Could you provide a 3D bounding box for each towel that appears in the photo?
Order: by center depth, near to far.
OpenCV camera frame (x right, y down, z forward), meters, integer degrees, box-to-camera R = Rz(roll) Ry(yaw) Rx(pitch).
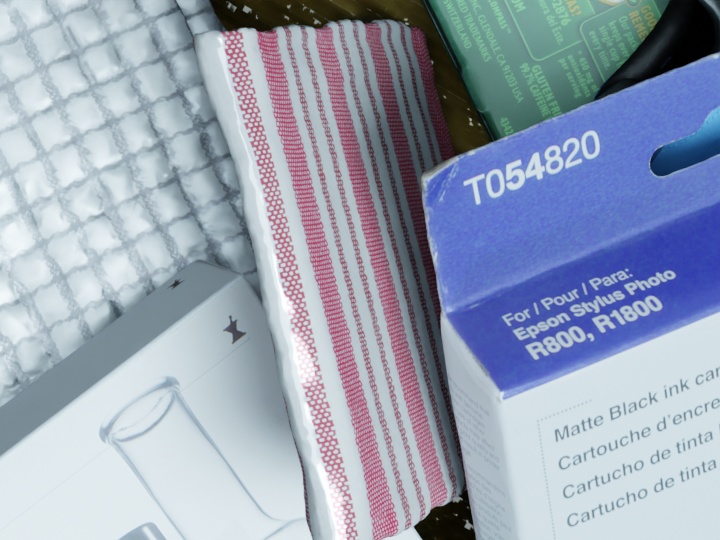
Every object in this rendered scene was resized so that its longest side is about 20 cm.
[{"bbox_3d":[0.000,0.000,0.810,0.030,0.200,0.147,-14,91,17],"label":"towel"},{"bbox_3d":[-0.119,-0.043,0.869,0.165,0.086,0.200,-28,95,-5],"label":"towel"}]

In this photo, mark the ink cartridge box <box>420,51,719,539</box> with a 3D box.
[{"bbox_3d":[0.122,0.030,0.806,0.199,0.041,0.200,-22,123,-18],"label":"ink cartridge box"}]

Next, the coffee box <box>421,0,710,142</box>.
[{"bbox_3d":[0.110,-0.127,0.878,0.200,0.044,0.123,-27,92,3],"label":"coffee box"}]

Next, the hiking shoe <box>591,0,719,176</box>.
[{"bbox_3d":[0.098,-0.022,0.847,0.087,0.074,0.200,12,108,-18],"label":"hiking shoe"}]

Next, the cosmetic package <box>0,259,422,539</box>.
[{"bbox_3d":[-0.078,0.116,0.810,0.200,0.052,0.151,-38,105,-13],"label":"cosmetic package"}]
